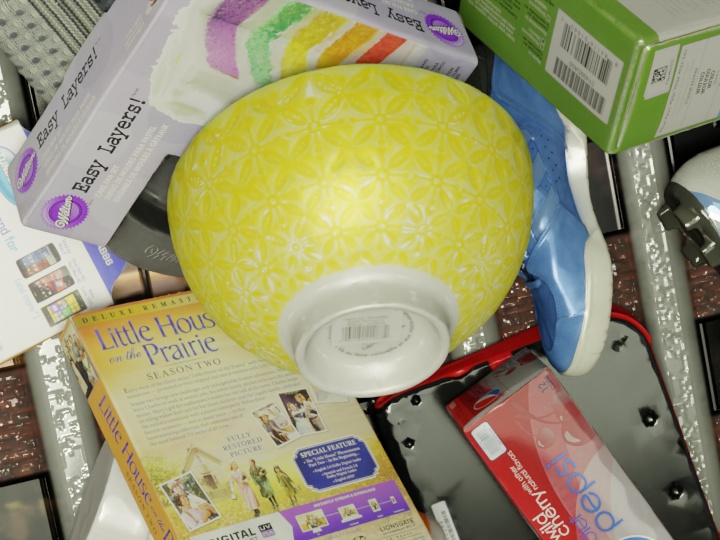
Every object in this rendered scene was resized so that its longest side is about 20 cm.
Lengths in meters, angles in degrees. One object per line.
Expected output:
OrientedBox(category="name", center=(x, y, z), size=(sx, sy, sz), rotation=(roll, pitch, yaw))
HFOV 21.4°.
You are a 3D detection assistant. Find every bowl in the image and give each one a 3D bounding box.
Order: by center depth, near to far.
OrientedBox(category="bowl", center=(0.000, 0.000, 0.990), size=(0.200, 0.108, 0.200), rotation=(-5, 141, -4))

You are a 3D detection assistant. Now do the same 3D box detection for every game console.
OrientedBox(category="game console", center=(0.120, 0.136, 1.165), size=(0.177, 0.031, 0.200), rotation=(-22, 99, -4))

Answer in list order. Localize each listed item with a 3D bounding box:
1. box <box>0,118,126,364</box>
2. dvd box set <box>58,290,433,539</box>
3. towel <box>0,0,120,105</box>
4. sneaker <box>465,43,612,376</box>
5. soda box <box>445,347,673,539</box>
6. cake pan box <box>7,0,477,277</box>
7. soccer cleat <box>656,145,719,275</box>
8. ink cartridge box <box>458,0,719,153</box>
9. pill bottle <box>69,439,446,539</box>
OrientedBox(category="box", center=(-0.234, 0.001, 1.073), size=(0.200, 0.041, 0.119), rotation=(-28, 100, -10))
OrientedBox(category="dvd box set", center=(-0.061, 0.098, 1.040), size=(0.146, 0.029, 0.200), rotation=(-12, 60, -36))
OrientedBox(category="towel", center=(-0.082, -0.126, 1.023), size=(0.192, 0.035, 0.200), rotation=(-27, 138, 8))
OrientedBox(category="sneaker", center=(0.079, -0.035, 1.105), size=(0.111, 0.077, 0.200), rotation=(-4, 87, -16))
OrientedBox(category="soda box", center=(0.135, 0.145, 1.117), size=(0.063, 0.070, 0.200), rotation=(-36, 100, -1))
OrientedBox(category="cake pan box", center=(-0.066, -0.080, 1.017), size=(0.184, 0.052, 0.200), rotation=(17, 128, -32))
OrientedBox(category="soccer cleat", center=(0.265, 0.008, 1.156), size=(0.086, 0.070, 0.200), rotation=(-36, 101, -6))
OrientedBox(category="ink cartridge box", center=(0.181, -0.158, 1.080), size=(0.200, 0.148, 0.076), rotation=(-18, 137, -29))
OrientedBox(category="pill bottle", center=(-0.060, 0.162, 1.086), size=(0.200, 0.110, 0.110), rotation=(20, 91, -13))
